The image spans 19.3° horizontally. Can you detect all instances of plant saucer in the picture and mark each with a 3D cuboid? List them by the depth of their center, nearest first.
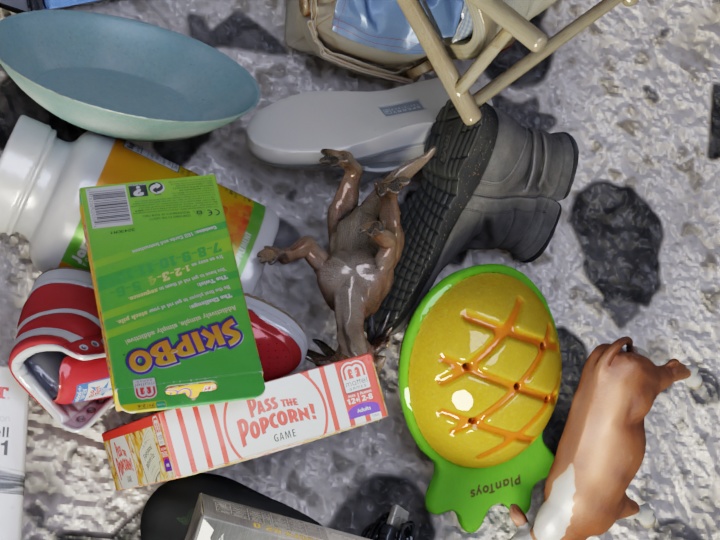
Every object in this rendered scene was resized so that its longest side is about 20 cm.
[{"bbox_3d":[-0.172,-0.133,1.528,0.199,0.201,0.039,10,115,-14],"label":"plant saucer"}]

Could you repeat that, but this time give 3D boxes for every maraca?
[{"bbox_3d":[0.091,0.093,1.557,0.136,0.107,0.202,-14,108,-22],"label":"maraca"}]

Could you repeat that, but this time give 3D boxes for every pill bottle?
[{"bbox_3d":[-0.168,-0.032,1.512,0.199,0.111,0.112,25,70,-9],"label":"pill bottle"}]

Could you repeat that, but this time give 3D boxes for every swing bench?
[{"bbox_3d":[0.103,-0.253,1.529,0.199,0.130,0.200,-37,85,-30],"label":"swing bench"}]

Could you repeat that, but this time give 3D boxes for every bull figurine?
[{"bbox_3d":[0.178,0.142,1.563,0.121,0.065,0.201,-2,118,-50],"label":"bull figurine"}]

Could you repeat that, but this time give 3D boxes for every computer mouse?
[{"bbox_3d":[-0.060,0.204,1.513,0.199,0.053,0.139,24,71,-9],"label":"computer mouse"}]

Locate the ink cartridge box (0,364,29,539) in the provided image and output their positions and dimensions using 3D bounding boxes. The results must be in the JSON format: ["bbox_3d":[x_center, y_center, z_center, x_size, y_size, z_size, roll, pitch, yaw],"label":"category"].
[{"bbox_3d":[-0.303,0.161,1.436,0.145,0.084,0.202,5,75,-16],"label":"ink cartridge box"}]

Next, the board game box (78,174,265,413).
[{"bbox_3d":[-0.125,0.017,1.387,0.095,0.030,0.201,-6,45,-12],"label":"board game box"}]

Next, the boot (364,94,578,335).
[{"bbox_3d":[0.087,-0.025,1.602,0.131,0.070,0.201,21,103,-42],"label":"boot"}]

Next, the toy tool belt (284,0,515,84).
[{"bbox_3d":[0.046,-0.210,1.616,0.198,0.123,0.126,2,75,-16],"label":"toy tool belt"}]

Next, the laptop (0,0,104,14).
[{"bbox_3d":[-0.237,-0.298,1.562,0.115,0.200,0.189,-19,78,21],"label":"laptop"}]

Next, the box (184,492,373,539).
[{"bbox_3d":[-0.040,0.258,1.469,0.198,0.048,0.160,17,102,-12],"label":"box"}]

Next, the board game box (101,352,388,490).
[{"bbox_3d":[-0.084,0.107,1.451,0.150,0.200,0.047,-15,87,-20],"label":"board game box"}]

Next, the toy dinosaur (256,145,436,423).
[{"bbox_3d":[0.000,0.000,1.527,0.085,0.136,0.201,6,48,23],"label":"toy dinosaur"}]

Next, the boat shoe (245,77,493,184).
[{"bbox_3d":[0.005,-0.098,1.605,0.199,0.069,0.072,-15,46,-27],"label":"boat shoe"}]

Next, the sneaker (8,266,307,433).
[{"bbox_3d":[-0.140,0.062,1.434,0.198,0.072,0.113,9,33,4],"label":"sneaker"}]
